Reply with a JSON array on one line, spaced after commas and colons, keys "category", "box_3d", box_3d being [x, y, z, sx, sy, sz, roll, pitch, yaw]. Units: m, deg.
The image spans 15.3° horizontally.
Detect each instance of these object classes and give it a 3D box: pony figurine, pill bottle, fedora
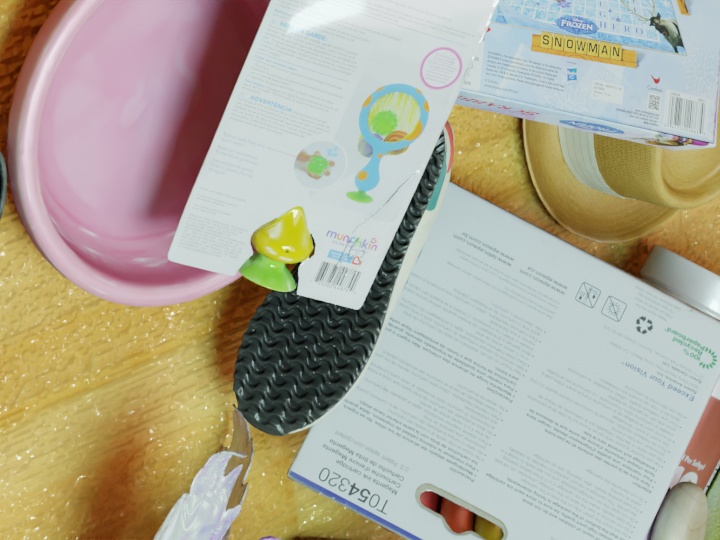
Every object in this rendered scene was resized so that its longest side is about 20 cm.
[{"category": "pony figurine", "box_3d": [-0.080, 0.189, 1.447, 0.194, 0.199, 0.167, -56, 177, 5]}, {"category": "pill bottle", "box_3d": [0.172, 0.092, 1.653, 0.112, 0.112, 0.201, 25, 93, -43]}, {"category": "fedora", "box_3d": [0.187, -0.103, 1.593, 0.200, 0.082, 0.202, -18, 120, -33]}]

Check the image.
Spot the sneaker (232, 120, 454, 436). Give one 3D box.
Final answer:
[{"category": "sneaker", "box_3d": [0.000, -0.001, 1.473, 0.201, 0.070, 0.093, -65, 167, 9]}]

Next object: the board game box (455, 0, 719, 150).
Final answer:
[{"category": "board game box", "box_3d": [0.118, -0.180, 1.470, 0.199, 0.041, 0.201, 10, 83, -35]}]

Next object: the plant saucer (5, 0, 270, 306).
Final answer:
[{"category": "plant saucer", "box_3d": [-0.101, -0.082, 1.389, 0.200, 0.051, 0.202, -17, 119, -33]}]

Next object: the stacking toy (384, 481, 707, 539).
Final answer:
[{"category": "stacking toy", "box_3d": [0.098, 0.145, 1.575, 0.085, 0.199, 0.086, 13, 90, -73]}]

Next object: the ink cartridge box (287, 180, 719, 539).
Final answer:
[{"category": "ink cartridge box", "box_3d": [0.084, 0.077, 1.508, 0.201, 0.196, 0.043, -62, 179, -18]}]

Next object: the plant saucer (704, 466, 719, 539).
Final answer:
[{"category": "plant saucer", "box_3d": [0.251, 0.119, 1.717, 0.201, 0.048, 0.200, -62, 178, 2]}]

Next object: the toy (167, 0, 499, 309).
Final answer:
[{"category": "toy", "box_3d": [-0.017, -0.086, 1.382, 0.115, 0.047, 0.201, 15, 108, -24]}]

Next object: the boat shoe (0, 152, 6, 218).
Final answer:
[{"category": "boat shoe", "box_3d": [-0.228, 0.018, 1.324, 0.073, 0.063, 0.203, 5, 108, -43]}]
